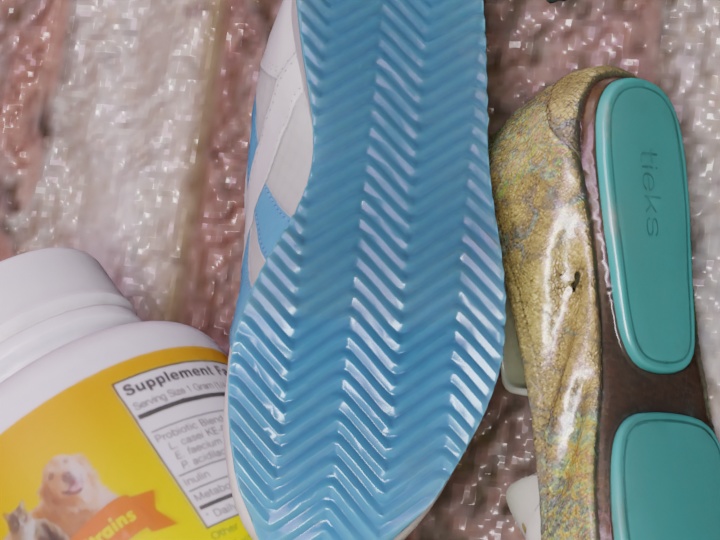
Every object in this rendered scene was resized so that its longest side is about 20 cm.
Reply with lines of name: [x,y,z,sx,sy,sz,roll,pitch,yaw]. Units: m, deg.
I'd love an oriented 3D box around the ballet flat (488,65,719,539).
ballet flat: [0.069,0.042,0.839,0.071,0.071,0.200,-11,75,20]

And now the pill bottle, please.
pill bottle: [-0.058,0.092,0.848,0.109,0.109,0.200,-40,67,9]

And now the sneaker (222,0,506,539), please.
sneaker: [0.000,0.000,0.840,0.076,0.081,0.200,10,61,-5]

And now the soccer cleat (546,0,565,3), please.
soccer cleat: [0.073,-0.127,0.876,0.200,0.068,0.081,2,61,22]
